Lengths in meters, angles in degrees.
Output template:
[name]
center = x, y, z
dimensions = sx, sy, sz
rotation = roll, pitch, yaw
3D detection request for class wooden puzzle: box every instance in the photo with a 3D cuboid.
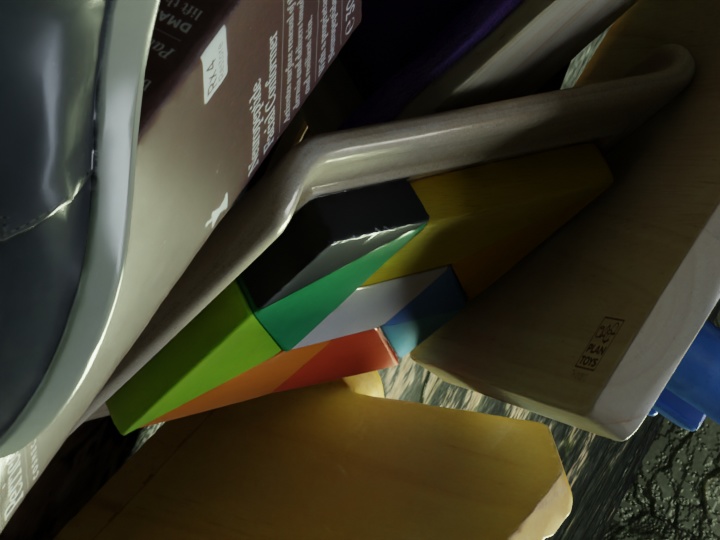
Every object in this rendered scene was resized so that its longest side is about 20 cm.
[wooden puzzle]
center = 0.000, 0.000, 0.915
dimensions = 0.199, 0.037, 0.185
rotation = -19, 164, -43

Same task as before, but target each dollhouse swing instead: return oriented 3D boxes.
[dollhouse swing]
center = -0.025, 0.147, 1.003
dimensions = 0.200, 0.175, 0.182
rotation = -47, 144, -37

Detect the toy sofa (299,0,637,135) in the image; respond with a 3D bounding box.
[toy sofa]
center = 0.042, -0.103, 0.880
dimensions = 0.097, 0.083, 0.200
rotation = -18, 163, -44

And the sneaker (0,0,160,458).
[sneaker]
center = -0.103, -0.042, 0.564
dimensions = 0.106, 0.075, 0.201
rotation = -7, 129, -29

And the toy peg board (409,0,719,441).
[toy peg board]
center = 0.132, -0.021, 0.945
dimensions = 0.200, 0.098, 0.200
rotation = -58, -166, -5

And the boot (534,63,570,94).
[boot]
center = 0.075, -0.135, 1.003
dimensions = 0.200, 0.073, 0.076
rotation = -57, -167, 41

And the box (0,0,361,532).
[box]
center = -0.075, -0.039, 0.735
dimensions = 0.200, 0.075, 0.100
rotation = -55, 166, -25

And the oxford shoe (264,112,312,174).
[oxford shoe]
center = -0.005, -0.012, 1.085
dimensions = 0.071, 0.071, 0.201
rotation = -42, 154, -54
